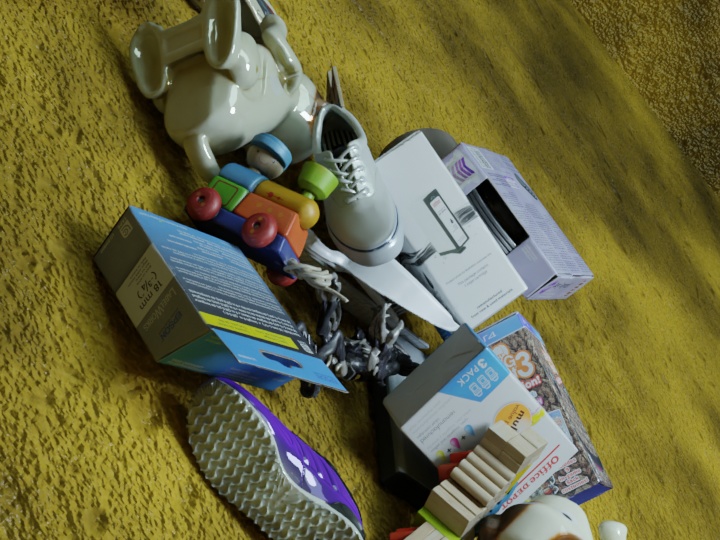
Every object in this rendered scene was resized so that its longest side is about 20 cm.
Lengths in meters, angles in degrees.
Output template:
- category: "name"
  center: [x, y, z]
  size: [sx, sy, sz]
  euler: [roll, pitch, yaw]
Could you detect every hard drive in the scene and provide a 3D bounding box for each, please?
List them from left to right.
- category: "hard drive"
  center: [0.066, 0.168, 1.417]
  size: [0.139, 0.033, 0.201]
  euler: [38, 30, -33]

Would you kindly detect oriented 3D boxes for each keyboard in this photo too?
- category: "keyboard"
  center: [-0.008, 0.032, 1.436]
  size: [0.200, 0.056, 0.011]
  euler: [38, 70, -32]

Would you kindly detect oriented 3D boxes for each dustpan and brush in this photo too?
- category: "dustpan and brush"
  center: [0.000, 0.000, 1.368]
  size: [0.200, 0.057, 0.139]
  euler: [46, -7, -28]

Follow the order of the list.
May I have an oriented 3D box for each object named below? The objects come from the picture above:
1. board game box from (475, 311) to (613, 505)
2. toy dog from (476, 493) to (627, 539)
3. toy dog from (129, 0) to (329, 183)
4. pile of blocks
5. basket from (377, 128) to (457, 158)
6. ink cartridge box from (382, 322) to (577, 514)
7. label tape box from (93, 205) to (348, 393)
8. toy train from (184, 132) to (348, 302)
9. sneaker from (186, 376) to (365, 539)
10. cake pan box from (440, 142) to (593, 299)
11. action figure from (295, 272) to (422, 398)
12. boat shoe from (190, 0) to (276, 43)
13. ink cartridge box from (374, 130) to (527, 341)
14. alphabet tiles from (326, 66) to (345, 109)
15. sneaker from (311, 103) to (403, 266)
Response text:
- category: "board game box"
  center: [0.186, 0.166, 1.499]
  size: [0.202, 0.096, 0.159]
  euler: [65, 10, 16]
- category: "toy dog"
  center: [0.172, 0.299, 1.276]
  size: [0.193, 0.139, 0.202]
  euler: [-35, 128, -31]
- category: "toy dog"
  center: [-0.109, -0.174, 1.396]
  size: [0.199, 0.139, 0.196]
  euler: [15, 54, -55]
- category: "pile of blocks"
  center: [0.089, 0.216, 1.269]
  size: [0.062, 0.200, 0.082]
  euler: [38, -22, 22]
- category: "basket"
  center: [0.098, -0.064, 1.655]
  size: [0.179, 0.136, 0.201]
  euler: [25, 34, -40]
- category: "ink cartridge box"
  center: [0.130, 0.165, 1.333]
  size: [0.200, 0.115, 0.068]
  euler: [47, 2, -25]
- category: "label tape box"
  center: [-0.120, 0.045, 1.140]
  size: [0.144, 0.063, 0.200]
  euler: [21, 23, -50]
- category: "toy train"
  center: [-0.058, -0.050, 1.264]
  size: [0.199, 0.116, 0.085]
  euler: [24, -20, 30]
- category: "sneaker"
  center: [-0.068, 0.168, 1.147]
  size: [0.201, 0.069, 0.100]
  euler: [51, 14, -5]
- category: "cake pan box"
  center: [0.176, -0.053, 1.535]
  size: [0.185, 0.052, 0.200]
  euler: [53, 17, 13]
- category: "action figure"
  center: [-0.012, 0.063, 1.314]
  size: [0.118, 0.103, 0.199]
  euler: [19, 14, 32]
- category: "boat shoe"
  center: [-0.167, -0.327, 1.585]
  size: [0.200, 0.071, 0.063]
  euler: [45, 29, -31]
- category: "ink cartridge box"
  center: [0.079, -0.031, 1.450]
  size: [0.201, 0.084, 0.146]
  euler: [56, -9, 5]
- category: "alphabet tiles"
  center: [-0.023, -0.120, 1.517]
  size: [0.167, 0.006, 0.201]
  euler: [93, -11, -48]
- category: "sneaker"
  center: [-0.013, -0.085, 1.322]
  size: [0.201, 0.072, 0.071]
  euler: [-114, 180, -46]
